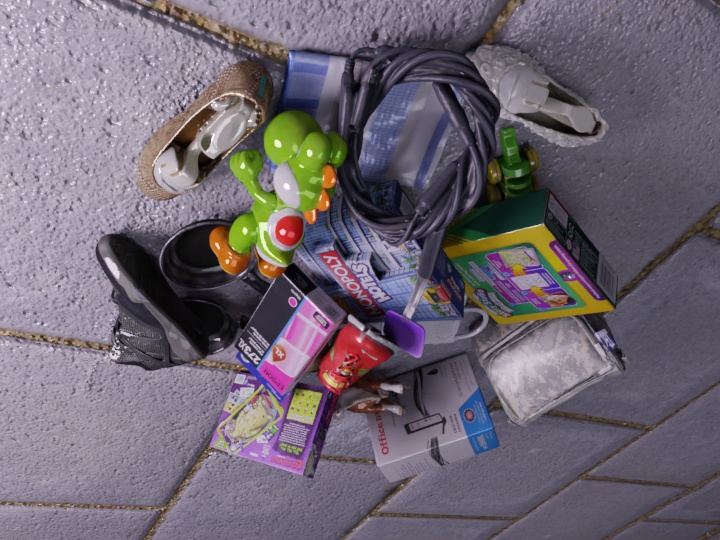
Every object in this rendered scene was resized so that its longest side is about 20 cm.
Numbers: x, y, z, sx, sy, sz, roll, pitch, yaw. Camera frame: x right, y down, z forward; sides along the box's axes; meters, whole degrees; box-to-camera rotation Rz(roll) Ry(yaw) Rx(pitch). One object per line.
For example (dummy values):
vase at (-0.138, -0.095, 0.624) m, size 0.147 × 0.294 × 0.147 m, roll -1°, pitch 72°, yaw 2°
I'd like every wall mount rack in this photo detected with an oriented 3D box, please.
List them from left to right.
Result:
wall mount rack at (0.079, 0.081, 0.916) m, size 0.198 × 0.075 × 0.175 m, roll -3°, pitch 134°, yaw -12°

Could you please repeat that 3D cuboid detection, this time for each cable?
cable at (0.052, -0.119, 0.623) m, size 0.162 × 0.051 × 0.201 m, roll 9°, pitch 114°, yaw 9°

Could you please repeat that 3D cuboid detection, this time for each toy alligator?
toy alligator at (0.193, -0.087, 0.773) m, size 0.059 × 0.054 × 0.201 m, roll -15°, pitch 138°, yaw 1°

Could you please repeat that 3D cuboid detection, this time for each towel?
towel at (0.006, -0.154, 0.671) m, size 0.199 × 0.024 × 0.147 m, roll 4°, pitch 134°, yaw -19°

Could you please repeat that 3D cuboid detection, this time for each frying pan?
frying pan at (-0.190, 0.063, 0.836) m, size 0.189 × 0.031 × 0.115 m, roll -20°, pitch 133°, yaw 9°
frying pan at (-0.150, -0.015, 0.761) m, size 0.189 × 0.031 × 0.115 m, roll 10°, pitch 132°, yaw -35°

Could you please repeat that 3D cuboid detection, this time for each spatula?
spatula at (0.066, 0.021, 0.708) m, size 0.056 × 0.021 × 0.201 m, roll 27°, pitch 126°, yaw 19°

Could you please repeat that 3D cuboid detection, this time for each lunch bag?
lunch bag at (0.287, 0.125, 0.946) m, size 0.200 × 0.168 × 0.139 m, roll -39°, pitch 133°, yaw 24°

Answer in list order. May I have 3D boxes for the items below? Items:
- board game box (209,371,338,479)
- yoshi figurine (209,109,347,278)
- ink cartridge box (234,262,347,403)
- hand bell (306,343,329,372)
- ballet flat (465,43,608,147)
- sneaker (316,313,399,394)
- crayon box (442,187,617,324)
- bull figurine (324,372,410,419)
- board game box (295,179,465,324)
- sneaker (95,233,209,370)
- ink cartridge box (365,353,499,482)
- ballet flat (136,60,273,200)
board game box at (-0.128, 0.218, 0.896) m, size 0.199 × 0.121 × 0.032 m, roll 1°, pitch 151°, yaw 40°
yoshi figurine at (-0.083, -0.086, 0.649) m, size 0.112 × 0.113 × 0.200 m, roll 38°, pitch 129°, yaw -5°
ink cartridge box at (-0.102, 0.091, 0.798) m, size 0.037 × 0.095 × 0.200 m, roll -34°, pitch 164°, yaw -51°
hand bell at (-0.044, 0.130, 0.936) m, size 0.104 × 0.105 × 0.199 m, roll -39°, pitch 145°, yaw 25°
ballet flat at (0.192, -0.183, 0.659) m, size 0.199 × 0.072 × 0.072 m, roll 14°, pitch 131°, yaw -31°
sneaker at (-0.011, 0.115, 0.780) m, size 0.077 × 0.085 × 0.200 m, roll 34°, pitch 159°, yaw 0°
crayon box at (0.206, -0.008, 0.798) m, size 0.172 × 0.059 × 0.200 m, roll -12°, pitch 141°, yaw 42°
bull figurine at (0.009, 0.193, 0.961) m, size 0.120 × 0.066 × 0.200 m, roll 6°, pitch 178°, yaw 11°
board game box at (0.000, 0.000, 0.773) m, size 0.199 × 0.062 × 0.200 m, roll -14°, pitch 135°, yaw 29°
sneaker at (-0.281, 0.051, 0.757) m, size 0.114 × 0.076 × 0.200 m, roll -21°, pitch 128°, yaw 7°
ink cartridge box at (0.113, 0.248, 1.047) m, size 0.199 × 0.147 × 0.084 m, roll -20°, pitch 140°, yaw 5°
ballet flat at (-0.163, -0.126, 0.621) m, size 0.070 × 0.066 × 0.200 m, roll 29°, pitch 123°, yaw -35°
